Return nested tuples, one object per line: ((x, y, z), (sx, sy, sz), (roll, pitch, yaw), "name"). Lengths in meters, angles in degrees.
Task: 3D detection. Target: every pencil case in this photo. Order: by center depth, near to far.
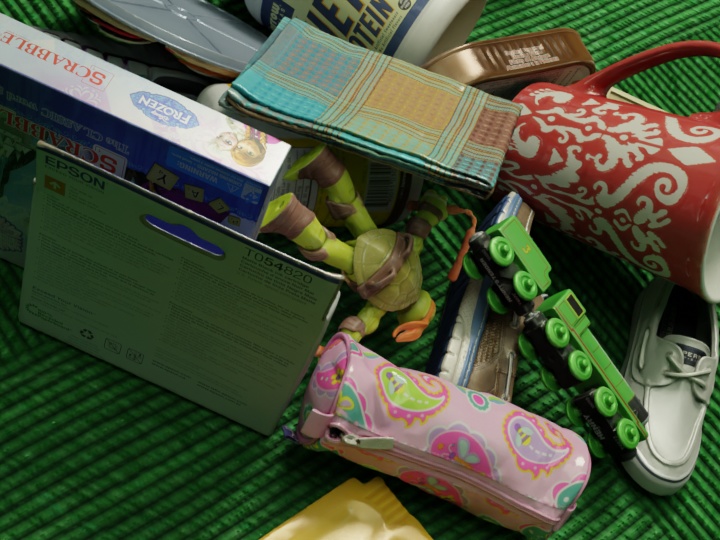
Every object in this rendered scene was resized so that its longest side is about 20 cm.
((0.053, 0.115, 0.821), (0.200, 0.087, 0.088), (24, 51, -14), "pencil case")

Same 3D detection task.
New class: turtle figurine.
((0.000, 0.000, 0.857), (0.161, 0.064, 0.200), (44, 72, -22), "turtle figurine")

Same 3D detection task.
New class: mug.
((0.223, -0.088, 0.964), (0.200, 0.133, 0.178), (23, 72, 33), "mug")

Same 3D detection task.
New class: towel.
((0.014, -0.123, 0.881), (0.199, 0.022, 0.147), (20, 36, 4), "towel")

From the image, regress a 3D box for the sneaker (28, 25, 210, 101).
((-0.214, -0.158, 0.956), (0.199, 0.075, 0.088), (13, 34, -18), "sneaker")

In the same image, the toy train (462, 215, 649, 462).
((0.145, 0.049, 0.879), (0.200, 0.042, 0.056), (54, 46, -6), "toy train")

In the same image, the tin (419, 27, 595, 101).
((0.112, -0.149, 1.020), (0.200, 0.112, 0.042), (-16, 72, -33), "tin")

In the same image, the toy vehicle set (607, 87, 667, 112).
((0.294, -0.078, 1.091), (0.200, 0.027, 0.124), (25, 52, -1), "toy vehicle set")

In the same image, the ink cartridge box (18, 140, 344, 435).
((-0.117, 0.008, 0.778), (0.199, 0.200, 0.041), (25, 52, -2), "ink cartridge box")

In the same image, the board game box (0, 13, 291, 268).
((-0.164, -0.049, 0.802), (0.200, 0.200, 0.041), (24, 52, -1), "board game box")

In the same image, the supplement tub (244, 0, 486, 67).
((-0.007, -0.243, 1.026), (0.200, 0.145, 0.145), (35, 52, 7), "supplement tub")

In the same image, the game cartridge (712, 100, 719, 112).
((0.385, -0.063, 1.075), (0.129, 0.038, 0.200), (12, 53, -16), "game cartridge")

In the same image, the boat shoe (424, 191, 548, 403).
((0.104, 0.032, 0.927), (0.072, 0.072, 0.200), (26, 62, -6), "boat shoe")

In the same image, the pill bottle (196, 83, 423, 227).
((-0.059, -0.086, 0.921), (0.199, 0.109, 0.109), (-2, 57, -21), "pill bottle")

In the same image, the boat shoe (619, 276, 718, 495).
((0.240, 0.074, 0.940), (0.073, 0.065, 0.200), (17, 52, -8), "boat shoe")

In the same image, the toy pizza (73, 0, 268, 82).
((-0.147, -0.190, 0.957), (0.200, 0.032, 0.200), (25, 18, -9), "toy pizza")

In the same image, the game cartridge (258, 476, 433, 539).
((0.002, 0.244, 0.761), (0.176, 0.032, 0.200), (-29, 70, -33), "game cartridge")
